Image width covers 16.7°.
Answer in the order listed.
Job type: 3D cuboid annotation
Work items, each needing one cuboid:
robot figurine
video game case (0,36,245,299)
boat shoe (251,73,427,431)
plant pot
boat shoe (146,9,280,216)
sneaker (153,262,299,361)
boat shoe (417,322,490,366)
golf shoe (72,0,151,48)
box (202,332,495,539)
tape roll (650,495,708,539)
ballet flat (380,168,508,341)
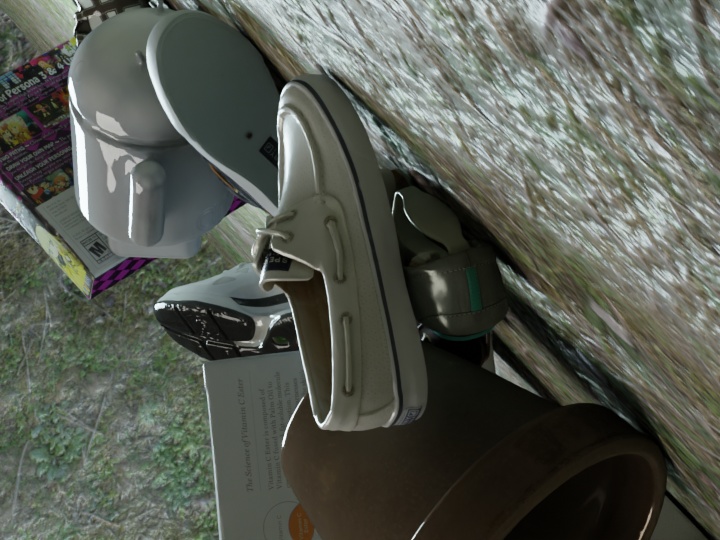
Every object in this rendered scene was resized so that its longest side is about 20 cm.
[{"bbox_3d":[-0.141,-0.097,1.675,0.201,0.112,0.170,93,175,-47],"label":"robot figurine"},{"bbox_3d":[-0.180,-0.093,1.816,0.181,0.200,0.036,45,146,16],"label":"video game case"},{"bbox_3d":[-0.023,-0.009,1.326,0.071,0.069,0.201,146,112,-65],"label":"boat shoe"},{"bbox_3d":[0.049,0.128,1.418,0.175,0.200,0.200,41,173,29],"label":"plant pot"},{"bbox_3d":[-0.085,-0.094,1.577,0.200,0.071,0.091,49,166,-34],"label":"boat shoe"},{"bbox_3d":[-0.056,0.010,1.849,0.200,0.116,0.076,0,139,36],"label":"sneaker"},{"bbox_3d":[0.048,0.038,1.537,0.070,0.070,0.200,47,176,16],"label":"boat shoe"},{"bbox_3d":[-0.185,-0.172,1.784,0.200,0.094,0.078,48,177,9],"label":"golf shoe"},{"bbox_3d":[0.000,0.131,1.691,0.106,0.199,0.153,72,-168,-82],"label":"box"},{"bbox_3d":[0.198,0.183,1.613,0.203,0.037,0.203,46,176,4],"label":"tape roll"},{"bbox_3d":[0.024,-0.025,1.382,0.200,0.067,0.064,40,144,56],"label":"ballet flat"}]
